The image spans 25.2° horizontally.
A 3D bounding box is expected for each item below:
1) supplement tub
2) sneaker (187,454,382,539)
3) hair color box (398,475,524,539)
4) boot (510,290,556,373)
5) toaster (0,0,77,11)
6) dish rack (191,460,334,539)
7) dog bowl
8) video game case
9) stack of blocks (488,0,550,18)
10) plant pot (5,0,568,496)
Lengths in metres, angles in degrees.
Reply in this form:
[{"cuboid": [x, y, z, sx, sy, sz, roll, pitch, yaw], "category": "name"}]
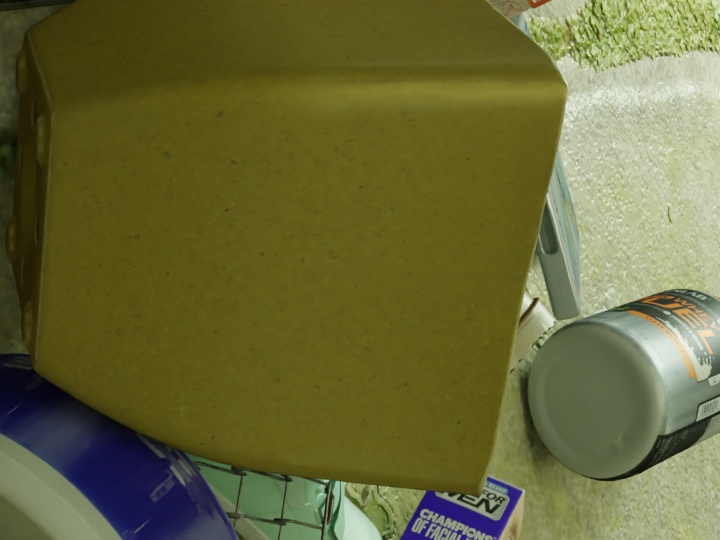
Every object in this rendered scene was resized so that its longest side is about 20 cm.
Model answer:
[{"cuboid": [0.229, 0.083, 1.255, 0.199, 0.122, 0.124, -14, 97, -51], "category": "supplement tub"}, {"cuboid": [-0.016, 0.118, 0.946, 0.200, 0.118, 0.074, 43, 23, -38], "category": "sneaker"}, {"cuboid": [0.038, 0.233, 1.023, 0.110, 0.064, 0.201, 89, 26, -48], "category": "hair color box"}, {"cuboid": [0.000, 0.000, 0.903, 0.200, 0.066, 0.175, 48, 42, -1], "category": "boot"}, {"cuboid": [-0.210, -0.194, 0.708, 0.180, 0.198, 0.120, 16, 77, -57], "category": "toaster"}, {"cuboid": [-0.090, 0.161, 0.844, 0.055, 0.152, 0.202, 41, 55, -69], "category": "dish rack"}, {"cuboid": [-0.147, 0.142, 0.731, 0.079, 0.199, 0.202, -40, 117, -47], "category": "dog bowl"}, {"cuboid": [0.128, -0.081, 1.152, 0.200, 0.022, 0.184, -68, 143, -72], "category": "video game case"}, {"cuboid": [0.093, -0.249, 1.067, 0.059, 0.114, 0.201, 51, 24, -36], "category": "stack of blocks"}, {"cuboid": [-0.051, -0.030, 0.710, 0.198, 0.194, 0.197, 0, 116, -18], "category": "plant pot"}]
